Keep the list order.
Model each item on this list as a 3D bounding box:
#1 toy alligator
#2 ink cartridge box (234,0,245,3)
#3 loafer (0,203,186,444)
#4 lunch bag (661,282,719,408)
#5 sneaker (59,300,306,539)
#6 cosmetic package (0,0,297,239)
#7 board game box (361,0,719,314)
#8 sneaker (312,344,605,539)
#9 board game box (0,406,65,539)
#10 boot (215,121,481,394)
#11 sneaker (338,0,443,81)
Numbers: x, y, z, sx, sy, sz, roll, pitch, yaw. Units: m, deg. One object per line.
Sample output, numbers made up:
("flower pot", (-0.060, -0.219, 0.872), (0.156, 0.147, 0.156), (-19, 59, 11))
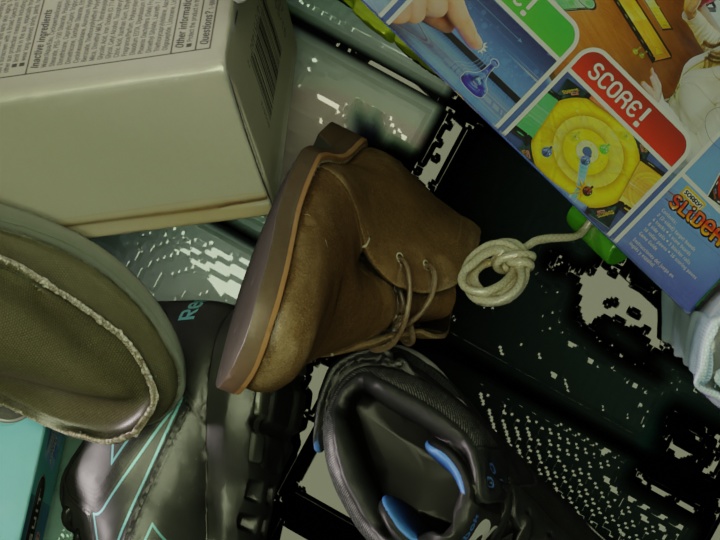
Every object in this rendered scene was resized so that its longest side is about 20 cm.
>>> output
("toy alligator", (0.117, -0.029, 0.903), (0.200, 0.054, 0.059), (-32, 56, -18))
("ink cartridge box", (-0.046, -0.200, 0.864), (0.145, 0.200, 0.084), (-44, 122, 3))
("loafer", (-0.150, 0.011, 0.855), (0.200, 0.070, 0.075), (32, 127, -21))
("lunch bag", (0.208, 0.032, 0.853), (0.199, 0.170, 0.128), (4, 92, 2))
("sneaker", (-0.073, 0.108, 0.935), (0.079, 0.075, 0.201), (7, 82, 16))
("cosmetic package", (-0.130, -0.066, 0.901), (0.199, 0.104, 0.073), (-7, 132, 13))
("board game box", (0.081, -0.102, 0.787), (0.200, 0.034, 0.135), (43, 95, -15))
("sneaker", (0.051, 0.112, 0.894), (0.073, 0.112, 0.200), (-45, 86, 4))
("board game box", (-0.200, 0.104, 0.932), (0.150, 0.047, 0.201), (10, 79, 5))
("boot", (0.000, 0.000, 0.860), (0.075, 0.200, 0.074), (27, 110, 2))
("sneaker", (0.029, -0.124, 0.919), (0.200, 0.074, 0.084), (39, 97, 5))
